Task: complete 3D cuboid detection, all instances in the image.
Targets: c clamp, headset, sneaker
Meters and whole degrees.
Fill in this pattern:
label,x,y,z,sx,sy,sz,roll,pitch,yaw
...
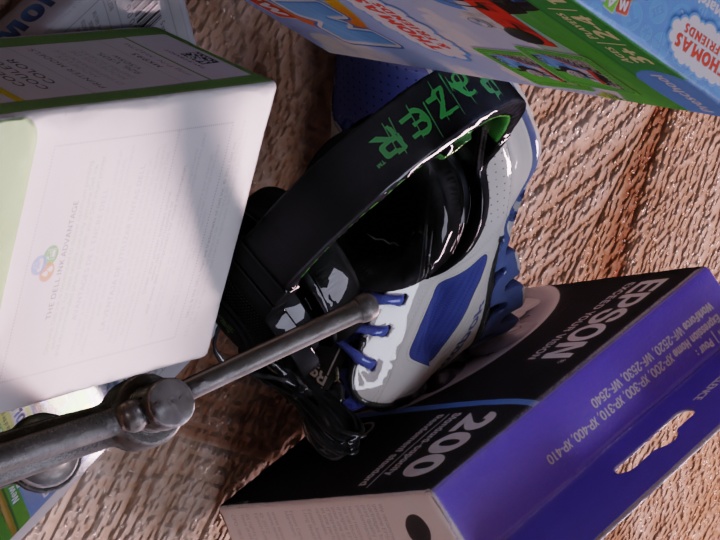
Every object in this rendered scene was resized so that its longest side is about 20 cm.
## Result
label,x,y,z,sx,sy,sz,roll,pitch,yaw
c clamp,-0.105,0.060,0.760,0.170,0.200,0.027,-20,89,-28
headset,0.000,0.000,0.901,0.123,0.094,0.200,-35,172,-34
sneaker,0.012,-0.006,1.007,0.115,0.080,0.200,-48,150,-29

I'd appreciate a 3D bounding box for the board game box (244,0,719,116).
label,x,y,z,sx,sy,sz,roll,pitch,yaw
board game box,0.007,-0.102,0.750,0.151,0.200,0.037,28,82,-39

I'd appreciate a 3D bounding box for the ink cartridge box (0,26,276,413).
label,x,y,z,sx,sy,sz,roll,pitch,yaw
ink cartridge box,-0.115,-0.014,0.764,0.200,0.059,0.104,-15,126,-56

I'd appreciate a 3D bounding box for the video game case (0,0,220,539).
label,x,y,z,sx,sy,sz,roll,pitch,yaw
video game case,-0.115,0.000,0.868,0.182,0.022,0.200,-47,149,-26

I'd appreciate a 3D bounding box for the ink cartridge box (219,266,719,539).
label,x,y,z,sx,sy,sz,roll,pitch,yaw
ink cartridge box,0.068,0.063,1.049,0.198,0.200,0.044,-36,109,-38
